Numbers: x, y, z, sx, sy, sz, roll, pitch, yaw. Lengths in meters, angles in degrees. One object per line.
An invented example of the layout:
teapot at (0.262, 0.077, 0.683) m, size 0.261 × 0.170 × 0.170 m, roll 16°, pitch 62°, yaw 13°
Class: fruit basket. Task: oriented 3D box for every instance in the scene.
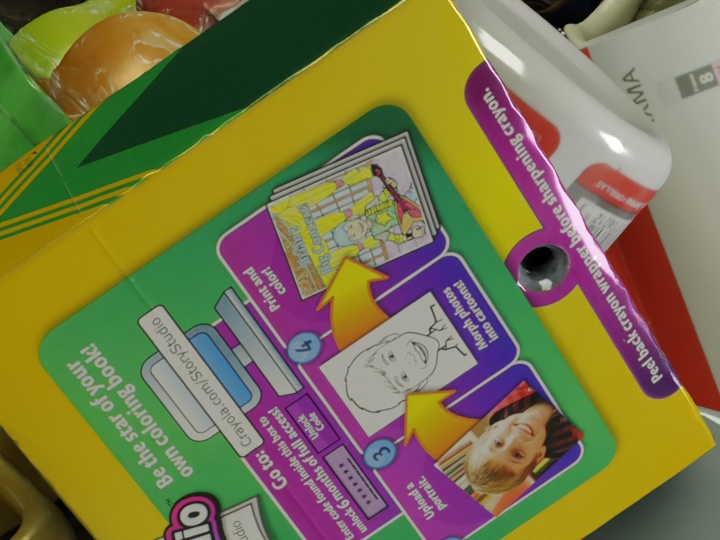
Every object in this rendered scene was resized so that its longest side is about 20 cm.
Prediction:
fruit basket at (-0.058, -0.068, 0.865) m, size 0.200 × 0.094 × 0.185 m, roll -39°, pitch 21°, yaw -3°

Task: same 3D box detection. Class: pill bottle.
pill bottle at (0.000, 0.000, 0.886) m, size 0.200 × 0.116 × 0.116 m, roll -49°, pitch 63°, yaw 12°

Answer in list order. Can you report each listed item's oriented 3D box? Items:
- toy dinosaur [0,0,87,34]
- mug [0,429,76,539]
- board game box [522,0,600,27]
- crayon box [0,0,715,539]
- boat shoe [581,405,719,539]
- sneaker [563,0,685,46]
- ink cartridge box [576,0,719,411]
toy dinosaur at (-0.063, -0.074, 1.029) m, size 0.200 × 0.077 × 0.102 m, roll 26°, pitch 79°, yaw 9°
mug at (-0.191, 0.061, 0.877) m, size 0.153 × 0.187 × 0.149 m, roll -40°, pitch 103°, yaw -14°
board game box at (0.065, -0.202, 1.125) m, size 0.135 × 0.035 × 0.200 m, roll 17°, pitch 58°, yaw 11°
crayon box at (-0.012, 0.024, 0.788) m, size 0.173 × 0.200 × 0.058 m, roll -34°, pitch 34°, yaw 0°
boat shoe at (0.143, 0.085, 0.900) m, size 0.200 × 0.091 × 0.071 m, roll 7°, pitch 86°, yaw 5°
sneaker at (0.160, -0.115, 0.998) m, size 0.200 × 0.090 × 0.067 m, roll -39°, pitch 46°, yaw -1°
ink cartridge box at (0.129, -0.014, 0.938) m, size 0.200 × 0.057 × 0.163 m, roll -22°, pitch 92°, yaw -12°
